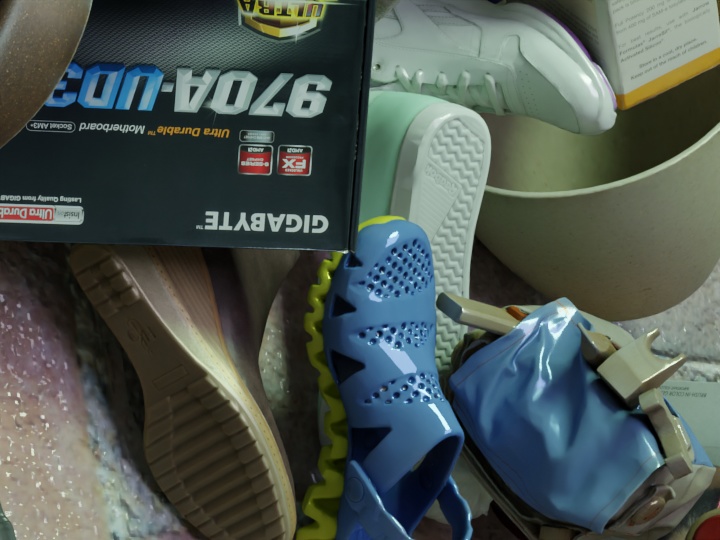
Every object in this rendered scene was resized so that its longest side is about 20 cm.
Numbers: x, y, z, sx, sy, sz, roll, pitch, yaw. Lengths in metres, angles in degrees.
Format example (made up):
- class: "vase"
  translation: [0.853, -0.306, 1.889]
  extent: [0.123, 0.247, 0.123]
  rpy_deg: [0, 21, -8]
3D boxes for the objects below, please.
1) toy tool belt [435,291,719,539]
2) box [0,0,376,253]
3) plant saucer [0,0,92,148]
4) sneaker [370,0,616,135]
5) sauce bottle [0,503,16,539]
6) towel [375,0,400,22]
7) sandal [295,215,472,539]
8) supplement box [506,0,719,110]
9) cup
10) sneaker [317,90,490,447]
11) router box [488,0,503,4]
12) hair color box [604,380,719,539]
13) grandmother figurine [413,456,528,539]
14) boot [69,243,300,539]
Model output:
- class: "toy tool belt"
  translation: [0.122, 0.088, 1.529]
  extent: [0.200, 0.125, 0.123]
  rpy_deg: [43, 1, 32]
- class: "box"
  translation: [-0.096, -0.092, 1.413]
  extent: [0.199, 0.046, 0.160]
  rpy_deg: [2, 98, -17]
- class: "plant saucer"
  translation: [-0.215, -0.134, 1.341]
  extent: [0.034, 0.200, 0.201]
  rpy_deg: [38, 39, -66]
- class: "sneaker"
  translation: [0.051, -0.109, 1.655]
  extent: [0.100, 0.200, 0.075]
  rpy_deg: [-50, 146, -17]
- class: "sauce bottle"
  translation: [-0.205, 0.039, 1.361]
  extent: [0.066, 0.066, 0.201]
  rpy_deg: [-6, 76, -49]
- class: "towel"
  translation: [0.003, -0.177, 1.607]
  extent: [0.034, 0.200, 0.133]
  rpy_deg: [28, 50, -22]
- class: "sandal"
  translation: [0.021, 0.072, 1.512]
  extent: [0.079, 0.087, 0.201]
  rpy_deg: [-13, 109, -41]
- class: "supplement box"
  translation: [0.126, -0.206, 1.632]
  extent: [0.073, 0.126, 0.200]
  rpy_deg: [-26, 129, -16]
- class: "cup"
  translation: [0.143, -0.056, 1.726]
  extent: [0.201, 0.200, 0.143]
  rpy_deg: [-68, 148, -43]
- class: "sneaker"
  translation: [0.000, 0.000, 1.608]
  extent: [0.074, 0.118, 0.201]
  rpy_deg: [10, 98, -39]
- class: "router box"
  translation: [0.055, -0.244, 1.820]
  extent: [0.200, 0.049, 0.180]
  rpy_deg: [32, 48, -33]
- class: "hair color box"
  translation: [0.155, 0.159, 1.608]
  extent: [0.064, 0.111, 0.201]
  rpy_deg: [35, 65, -43]
- class: "grandmother figurine"
  translation: [0.099, 0.108, 1.672]
  extent: [0.200, 0.061, 0.122]
  rpy_deg: [-3, 63, -46]
- class: "boot"
  translation: [-0.061, 0.028, 1.524]
  extent: [0.200, 0.072, 0.166]
  rpy_deg: [63, 32, -13]
